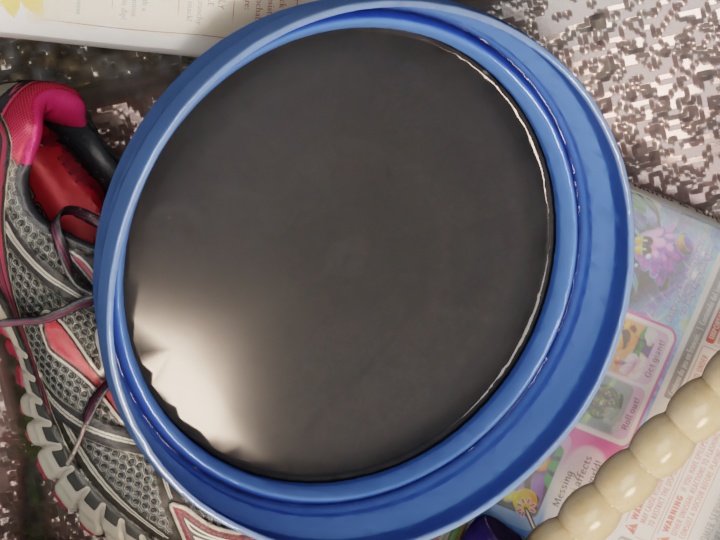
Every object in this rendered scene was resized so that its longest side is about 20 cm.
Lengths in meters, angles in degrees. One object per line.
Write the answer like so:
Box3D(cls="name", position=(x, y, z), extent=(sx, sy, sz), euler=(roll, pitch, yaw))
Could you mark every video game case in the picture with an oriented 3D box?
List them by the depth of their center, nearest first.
Box3D(cls="video game case", position=(0.077, 0.064, 1.071), extent=(0.182, 0.024, 0.200), euler=(22, 101, -4))

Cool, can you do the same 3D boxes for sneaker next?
Box3D(cls="sneaker", position=(-0.089, 0.024, 1.021), extent=(0.075, 0.081, 0.200), euler=(-24, 105, 47))

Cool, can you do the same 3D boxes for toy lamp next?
Box3D(cls="toy lamp", position=(0.101, 0.073, 1.033), extent=(0.200, 0.058, 0.058), euler=(-43, 98, 7))

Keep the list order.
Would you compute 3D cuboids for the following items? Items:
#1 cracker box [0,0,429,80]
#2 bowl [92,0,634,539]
Box3D(cls="cracker box", position=(-0.068, -0.147, 1.013), extent=(0.199, 0.058, 0.134), euler=(6, 102, 0))
Box3D(cls="bowl", position=(0.000, 0.000, 0.992), extent=(0.200, 0.039, 0.201), euler=(-7, 109, -22))
